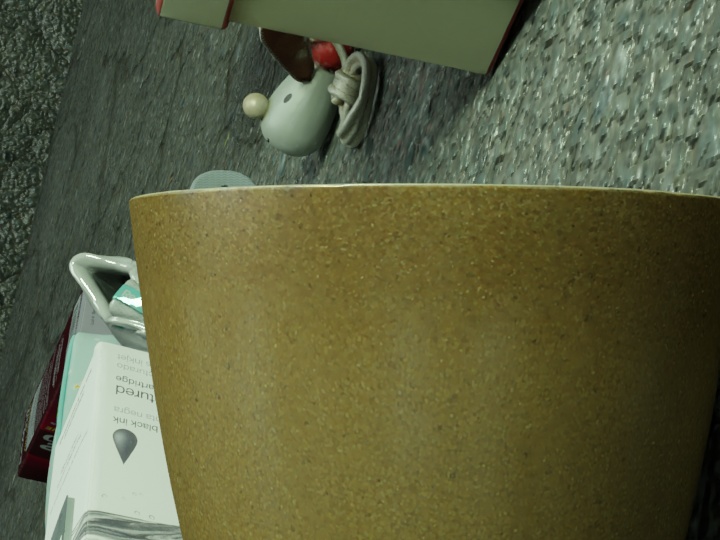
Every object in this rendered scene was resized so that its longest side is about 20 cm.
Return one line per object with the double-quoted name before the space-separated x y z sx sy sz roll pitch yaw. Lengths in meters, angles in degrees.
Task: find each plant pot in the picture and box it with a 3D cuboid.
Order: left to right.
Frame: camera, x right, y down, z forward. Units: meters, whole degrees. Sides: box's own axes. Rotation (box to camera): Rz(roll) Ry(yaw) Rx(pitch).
"plant pot" 0.021 0.079 0.547 0.186 0.185 0.202 174 97 -73

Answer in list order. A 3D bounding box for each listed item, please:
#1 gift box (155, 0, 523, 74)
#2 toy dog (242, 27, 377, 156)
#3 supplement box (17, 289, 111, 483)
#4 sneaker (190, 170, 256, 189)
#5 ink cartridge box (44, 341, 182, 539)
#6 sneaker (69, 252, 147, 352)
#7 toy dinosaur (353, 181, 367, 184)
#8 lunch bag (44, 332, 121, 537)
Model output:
"gift box" -0.008 -0.220 0.826 0.185 0.185 0.201 112 163 -47
"toy dog" -0.035 -0.174 1.073 0.132 0.096 0.202 -171 95 -75
"supplement box" -0.172 0.091 1.296 0.200 0.108 0.061 124 155 -52
"sneaker" -0.086 0.024 1.157 0.201 0.072 0.071 -87 0 -47
"ink cartridge box" -0.065 0.142 0.805 0.201 0.144 0.084 -95 26 -50
"sneaker" -0.097 0.036 1.009 0.199 0.088 0.076 19 76 48
"toy dinosaur" 0.000 0.000 0.806 0.088 0.047 0.200 -49 -4 25
"lunch bag" -0.149 0.142 1.144 0.161 0.076 0.201 -87 0 -51
